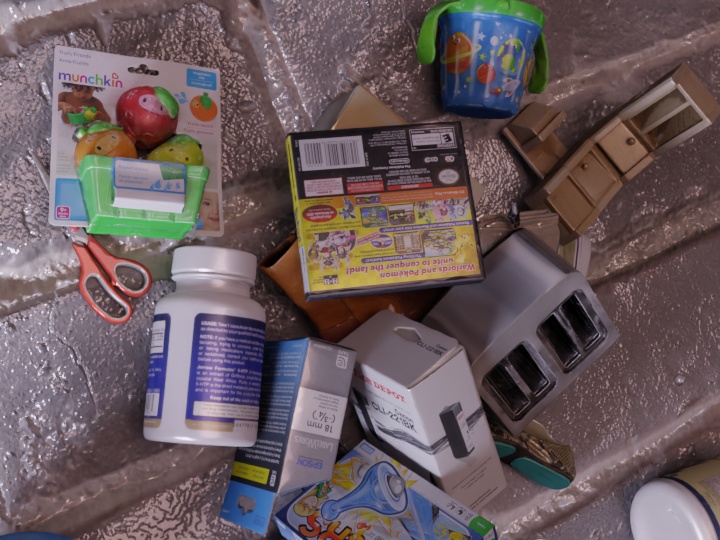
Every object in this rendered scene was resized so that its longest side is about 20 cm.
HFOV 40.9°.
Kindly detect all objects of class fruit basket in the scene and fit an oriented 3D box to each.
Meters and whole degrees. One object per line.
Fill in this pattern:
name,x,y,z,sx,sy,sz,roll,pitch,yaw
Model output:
fruit basket,-0.233,-0.138,1.029,0.184,0.094,0.202,5,79,-24

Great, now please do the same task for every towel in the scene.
towel,0.169,0.021,1.177,0.132,0.034,0.201,-5,120,-28

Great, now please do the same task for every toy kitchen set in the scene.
toy kitchen set,0.303,-0.176,1.221,0.163,0.180,0.200,48,56,-4

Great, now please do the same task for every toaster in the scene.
toaster,0.181,0.066,1.112,0.181,0.119,0.200,-43,130,-3

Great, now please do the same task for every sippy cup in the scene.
sippy cup,0.156,-0.261,1.210,0.176,0.140,0.131,7,92,1

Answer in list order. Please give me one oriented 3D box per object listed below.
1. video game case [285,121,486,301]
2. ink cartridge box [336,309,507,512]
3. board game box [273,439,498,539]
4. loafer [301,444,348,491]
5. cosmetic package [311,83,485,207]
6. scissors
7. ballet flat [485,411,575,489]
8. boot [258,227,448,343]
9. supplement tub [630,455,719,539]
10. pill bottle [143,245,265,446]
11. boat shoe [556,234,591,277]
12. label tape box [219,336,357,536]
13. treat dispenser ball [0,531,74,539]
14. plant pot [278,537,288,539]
video game case,0.027,-0.067,1.049,0.198,0.026,0.182,-6,80,-12
ink cartridge box,0.065,0.160,1.067,0.084,0.144,0.201,-33,121,-24
board game box,0.023,0.266,0.986,0.135,0.199,0.035,-37,128,-27
loafer,-0.012,0.267,1.098,0.072,0.063,0.201,-29,96,-23
cosmetic package,0.038,-0.121,1.146,0.200,0.105,0.071,36,71,-15
scissors,-0.303,-0.032,1.025,0.073,0.014,0.200,-46,104,-22
ballet flat,0.188,0.212,1.206,0.199,0.068,0.076,24,52,-26
boot,0.000,0.000,1.114,0.188,0.068,0.201,-40,118,-11
supplement tub,0.475,0.323,1.273,0.199,0.145,0.146,-11,89,-26
pill bottle,-0.161,0.081,1.020,0.119,0.120,0.202,8,80,-24
boat shoe,0.251,0.039,1.253,0.062,0.072,0.201,17,67,-8
label tape box,-0.079,0.177,1.034,0.063,0.144,0.202,17,78,-24
treat dispenser ball,-0.308,0.341,0.876,0.199,0.201,0.203,3,83,-24
plant pot,-0.051,0.391,0.994,0.198,0.140,0.202,0,91,-7
